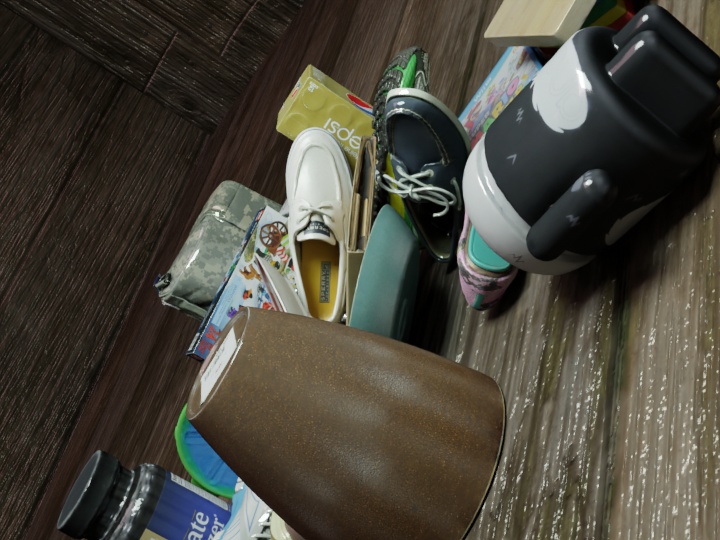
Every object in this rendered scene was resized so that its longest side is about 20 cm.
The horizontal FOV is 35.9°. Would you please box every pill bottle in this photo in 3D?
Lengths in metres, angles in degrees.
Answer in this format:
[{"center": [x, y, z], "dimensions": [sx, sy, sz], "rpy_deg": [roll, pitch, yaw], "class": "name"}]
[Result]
[{"center": [-0.195, 0.264, 1.112], "dimensions": [0.112, 0.198, 0.112], "rpy_deg": [-52, 17, 23], "class": "pill bottle"}]

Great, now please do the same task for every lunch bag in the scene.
[{"center": [-0.145, 0.009, 1.419], "dimensions": [0.139, 0.198, 0.169], "rpy_deg": [-40, 23, 51], "class": "lunch bag"}]

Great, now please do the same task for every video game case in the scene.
[{"center": [0.143, -0.156, 1.140], "dimensions": [0.144, 0.018, 0.201], "rpy_deg": [-55, 16, 21], "class": "video game case"}]

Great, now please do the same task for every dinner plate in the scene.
[{"center": [-0.054, 0.072, 1.079], "dimensions": [0.024, 0.203, 0.200], "rpy_deg": [-26, 14, -7], "class": "dinner plate"}]

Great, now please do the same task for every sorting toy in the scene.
[{"center": [0.221, -0.286, 1.031], "dimensions": [0.202, 0.069, 0.199], "rpy_deg": [-59, 16, 3], "class": "sorting toy"}]

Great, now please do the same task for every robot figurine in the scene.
[{"center": [0.159, -0.083, 0.770], "dimensions": [0.200, 0.149, 0.126], "rpy_deg": [-47, 62, 37], "class": "robot figurine"}]

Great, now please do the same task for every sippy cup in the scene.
[{"center": [-0.124, 0.161, 1.230], "dimensions": [0.175, 0.141, 0.131], "rpy_deg": [-18, 16, 13], "class": "sippy cup"}]

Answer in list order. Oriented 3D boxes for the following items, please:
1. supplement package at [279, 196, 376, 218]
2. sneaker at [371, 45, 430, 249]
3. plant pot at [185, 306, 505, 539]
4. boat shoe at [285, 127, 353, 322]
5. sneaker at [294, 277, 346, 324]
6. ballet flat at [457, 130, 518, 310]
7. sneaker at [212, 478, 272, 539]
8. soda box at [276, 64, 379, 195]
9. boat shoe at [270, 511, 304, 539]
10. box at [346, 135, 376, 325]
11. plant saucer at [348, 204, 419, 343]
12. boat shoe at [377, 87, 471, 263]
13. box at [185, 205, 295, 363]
[{"center": [-0.006, -0.093, 1.320], "dimensions": [0.111, 0.113, 0.200], "rpy_deg": [-62, 14, -14], "class": "supplement package"}, {"center": [0.057, -0.120, 1.109], "dimensions": [0.078, 0.084, 0.204], "rpy_deg": [-138, 46, -72], "class": "sneaker"}, {"center": [-0.025, 0.117, 0.840], "dimensions": [0.188, 0.198, 0.188], "rpy_deg": [-53, 16, 23], "class": "plant pot"}, {"center": [-0.041, -0.042, 1.108], "dimensions": [0.070, 0.070, 0.204], "rpy_deg": [-69, -21, -88], "class": "boat shoe"}, {"center": [-0.026, 0.016, 1.254], "dimensions": [0.200, 0.080, 0.076], "rpy_deg": [-43, 21, 44], "class": "sneaker"}, {"center": [0.116, -0.050, 0.965], "dimensions": [0.072, 0.068, 0.202], "rpy_deg": [109, 179, -52], "class": "ballet flat"}, {"center": [-0.088, 0.239, 1.066], "dimensions": [0.087, 0.075, 0.201], "rpy_deg": [-44, 22, 30], "class": "sneaker"}, {"center": [0.009, -0.130, 1.174], "dimensions": [0.068, 0.198, 0.064], "rpy_deg": [-54, 14, 17], "class": "soda box"}, {"center": [-0.040, 0.186, 1.024], "dimensions": [0.065, 0.073, 0.201], "rpy_deg": [-43, 26, 21], "class": "boat shoe"}, {"center": [0.000, 0.000, 1.071], "dimensions": [0.165, 0.021, 0.202], "rpy_deg": [-86, -2, -47], "class": "box"}, {"center": [0.023, 0.044, 1.000], "dimensions": [0.200, 0.035, 0.204], "rpy_deg": [11, -90, -80], "class": "plant saucer"}, {"center": [0.060, -0.081, 0.998], "dimensions": [0.062, 0.074, 0.201], "rpy_deg": [-65, -25, -25], "class": "boat shoe"}, {"center": [-0.105, 0.044, 1.343], "dimensions": [0.202, 0.135, 0.038], "rpy_deg": [-65, 17, -17], "class": "box"}]
